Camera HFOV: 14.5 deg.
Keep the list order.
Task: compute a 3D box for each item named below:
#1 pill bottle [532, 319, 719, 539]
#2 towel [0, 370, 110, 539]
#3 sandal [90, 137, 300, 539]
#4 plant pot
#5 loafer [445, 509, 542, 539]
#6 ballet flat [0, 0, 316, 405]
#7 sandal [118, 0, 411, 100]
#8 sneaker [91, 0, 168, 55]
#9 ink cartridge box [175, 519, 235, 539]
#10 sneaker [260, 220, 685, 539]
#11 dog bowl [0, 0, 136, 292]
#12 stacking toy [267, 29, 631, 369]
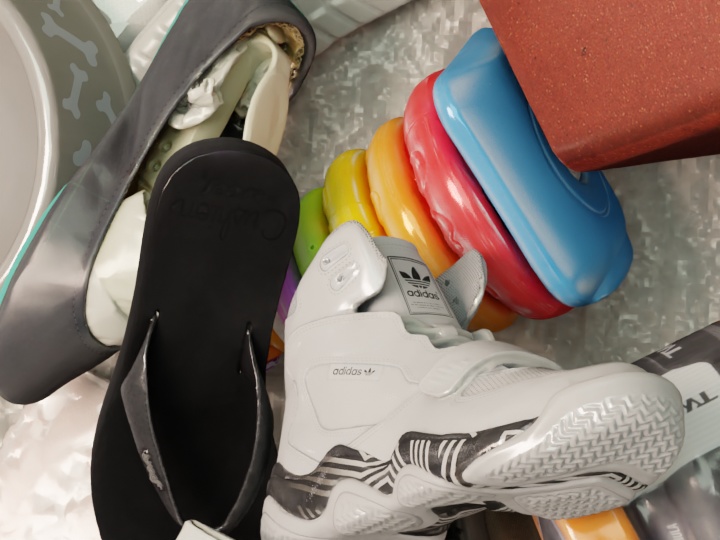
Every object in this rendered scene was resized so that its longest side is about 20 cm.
[{"bbox_3d":[0.161,0.062,1.044,0.200,0.106,0.106,-26,76,-7],"label":"pill bottle"},{"bbox_3d":[-0.092,0.162,1.162,0.191,0.032,0.200,27,85,15],"label":"towel"},{"bbox_3d":[-0.064,0.049,1.094,0.076,0.043,0.200,-1,112,-13],"label":"sandal"},{"bbox_3d":[0.147,-0.140,1.078,0.176,0.200,0.200,-35,74,36],"label":"plant pot"},{"bbox_3d":[0.071,0.120,1.109,0.071,0.073,0.200,-18,104,-11],"label":"loafer"},{"bbox_3d":[-0.078,-0.029,1.126,0.073,0.073,0.200,28,80,14],"label":"ballet flat"},{"bbox_3d":[-0.027,-0.133,1.196,0.203,0.050,0.082,-37,119,4],"label":"sandal"},{"bbox_3d":[-0.084,-0.172,1.199,0.075,0.087,0.200,29,87,12],"label":"sneaker"},{"bbox_3d":[-0.060,0.203,1.057,0.083,0.145,0.200,27,84,17],"label":"ink cartridge box"},{"bbox_3d":[0.033,0.034,1.004,0.200,0.075,0.115,-23,62,48],"label":"sneaker"},{"bbox_3d":[-0.193,-0.049,1.184,0.200,0.059,0.200,-1,87,21],"label":"dog bowl"},{"bbox_3d":[0.000,0.000,1.142,0.200,0.116,0.110,-30,99,19],"label":"stacking toy"}]
